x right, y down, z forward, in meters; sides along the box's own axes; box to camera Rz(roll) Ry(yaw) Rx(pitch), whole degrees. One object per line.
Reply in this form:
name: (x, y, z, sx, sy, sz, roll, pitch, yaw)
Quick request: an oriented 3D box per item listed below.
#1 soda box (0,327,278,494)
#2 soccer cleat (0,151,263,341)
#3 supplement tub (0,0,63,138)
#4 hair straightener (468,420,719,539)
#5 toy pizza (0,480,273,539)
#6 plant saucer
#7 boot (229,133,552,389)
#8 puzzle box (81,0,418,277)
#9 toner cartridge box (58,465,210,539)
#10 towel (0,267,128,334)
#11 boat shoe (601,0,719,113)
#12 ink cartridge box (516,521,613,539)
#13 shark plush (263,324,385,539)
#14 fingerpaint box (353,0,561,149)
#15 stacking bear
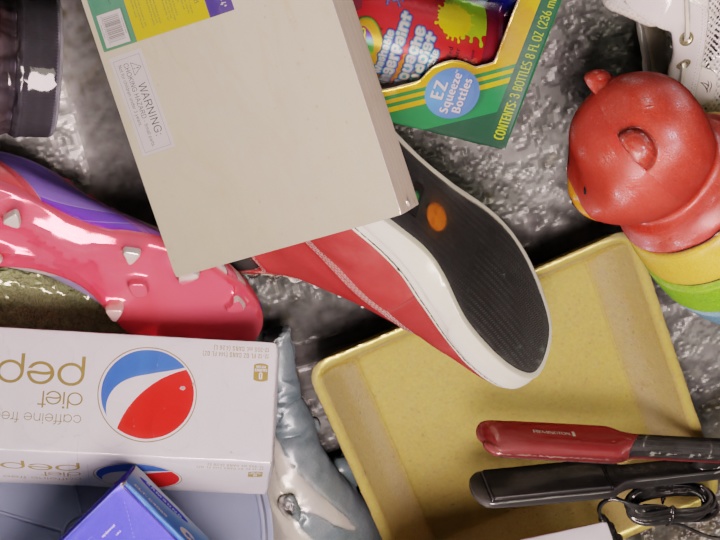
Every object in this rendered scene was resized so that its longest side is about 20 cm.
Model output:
soda box: (-0.144, 0.073, 1.074, 0.199, 0.068, 0.064, 3, 158, -4)
soccer cleat: (-0.140, -0.016, 1.092, 0.200, 0.077, 0.067, 22, 120, -22)
supplement tub: (-0.247, -0.105, 1.005, 0.199, 0.107, 0.107, 2, 116, -13)
hair straightener: (0.158, 0.126, 1.207, 0.199, 0.041, 0.077, 0, 117, -18)
toy pizza: (-0.146, 0.146, 1.104, 0.199, 0.032, 0.201, 2, 73, -5)
plant saucer: (0.089, 0.085, 1.214, 0.199, 0.048, 0.200, -23, 119, -1)
boot: (0.000, 0.000, 1.119, 0.144, 0.073, 0.200, -18, 128, 43)
puzzle box: (-0.062, -0.107, 1.007, 0.133, 0.025, 0.201, -14, 98, 27)
toner cartridge box: (-0.152, 0.202, 1.035, 0.200, 0.043, 0.095, -44, 94, 5)
towel: (-0.196, 0.059, 1.142, 0.199, 0.037, 0.149, 8, 114, -16)
boat shoe: (0.162, -0.153, 1.093, 0.069, 0.071, 0.200, -19, 121, -4)
ink cartridge box: (0.055, 0.239, 1.206, 0.175, 0.084, 0.200, -10, 150, -14)
shark plush: (-0.028, 0.120, 1.216, 0.083, 0.091, 0.200, -30, 107, -24)
fingerpaint box: (0.025, -0.179, 1.046, 0.166, 0.073, 0.200, 13, 113, -18)
stacking bear: (0.183, -0.034, 1.100, 0.114, 0.122, 0.200, -37, 133, 22)
